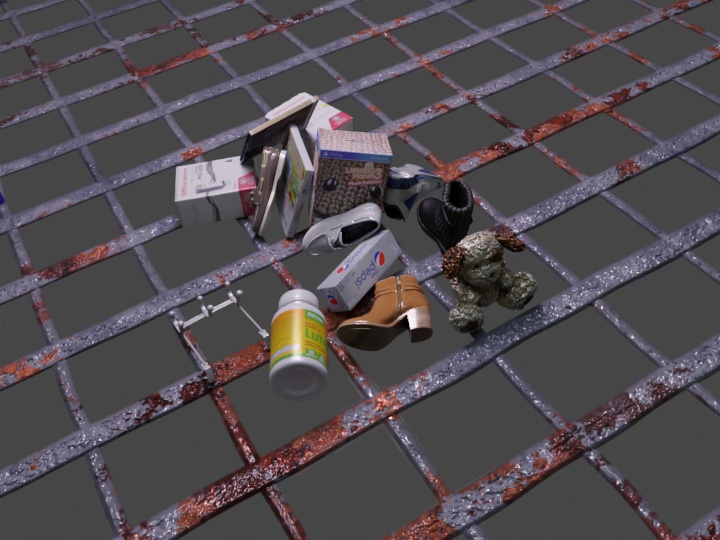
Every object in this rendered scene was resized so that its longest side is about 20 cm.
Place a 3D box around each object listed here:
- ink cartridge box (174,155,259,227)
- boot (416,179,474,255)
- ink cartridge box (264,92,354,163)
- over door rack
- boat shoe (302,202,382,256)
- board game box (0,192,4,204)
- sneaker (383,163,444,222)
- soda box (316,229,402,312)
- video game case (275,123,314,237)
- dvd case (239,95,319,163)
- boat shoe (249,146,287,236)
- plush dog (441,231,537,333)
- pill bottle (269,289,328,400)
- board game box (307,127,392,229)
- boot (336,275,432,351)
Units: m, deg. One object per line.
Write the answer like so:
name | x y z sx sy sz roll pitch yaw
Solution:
ink cartridge box | -0.343 -0.194 1.901 0.195 0.086 0.147 -11 43 -2
boot | 0.185 -0.136 1.714 0.078 0.160 0.212 -19 44 -14
ink cartridge box | -0.130 -0.368 2.055 0.147 0.087 0.199 -35 48 -26
over door rack | -0.284 0.110 1.585 0.146 0.067 0.200 -28 47 -20
boat shoe | -0.041 -0.076 1.711 0.196 0.073 0.069 -20 31 13
board game box | -0.979 -0.266 1.977 0.133 0.203 0.045 29 54 34
sneaker | 0.104 -0.178 1.830 0.080 0.117 0.198 30 24 30
soda box | 0.000 0.000 1.649 0.068 0.064 0.200 -10 30 49
video game case | -0.160 -0.210 1.828 0.022 0.184 0.202 4 38 -23
dvd case | -0.194 -0.332 1.873 0.198 0.149 0.016 -34 84 -25
boat shoe | -0.221 -0.183 1.814 0.058 0.204 0.072 15 3 -2
plush dog | 0.236 -0.002 1.555 0.197 0.174 0.161 -22 44 -14
pill bottle | -0.117 0.135 1.503 0.108 0.113 0.202 -6 43 1
board game box | -0.027 -0.195 1.737 0.156 0.203 0.098 3 36 -10
boot | 0.041 0.078 1.575 0.195 0.075 0.156 -1 43 -11
